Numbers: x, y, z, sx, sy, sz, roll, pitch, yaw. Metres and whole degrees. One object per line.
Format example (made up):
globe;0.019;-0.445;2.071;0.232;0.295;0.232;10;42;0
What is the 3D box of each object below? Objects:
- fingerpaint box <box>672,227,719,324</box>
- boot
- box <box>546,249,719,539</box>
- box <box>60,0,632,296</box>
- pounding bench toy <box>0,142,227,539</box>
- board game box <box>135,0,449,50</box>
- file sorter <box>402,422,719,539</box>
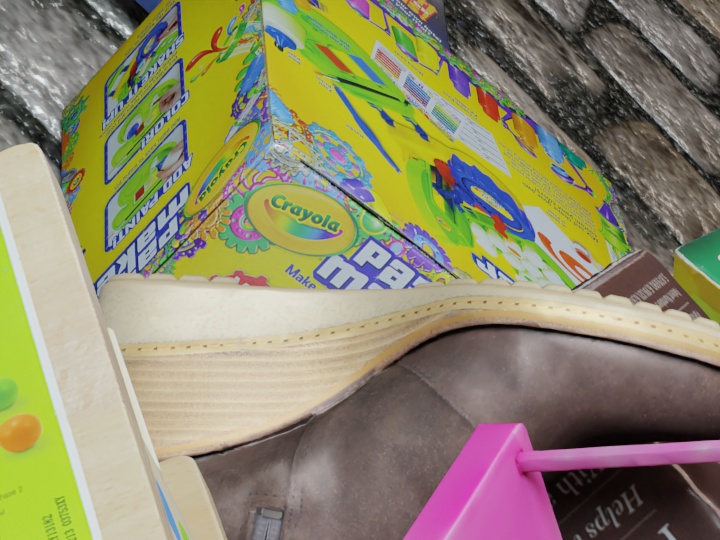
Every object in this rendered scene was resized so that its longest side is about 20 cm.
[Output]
fingerpaint box;0.198;0.095;1.041;0.073;0.168;0.200;-24;45;-26
boot;0.011;0.088;0.777;0.072;0.199;0.168;45;47;-78
box;0.081;0.126;0.908;0.200;0.166;0.164;49;17;6
box;0.000;0.000;1.075;0.200;0.122;0.193;37;22;-23
pounding bench toy;-0.128;0.098;0.666;0.156;0.199;0.125;69;-2;-49
board game box;-0.030;-0.119;1.331;0.200;0.062;0.200;43;20;-6
file sorter;0.085;0.155;0.680;0.139;0.125;0.201;-51;129;-50
